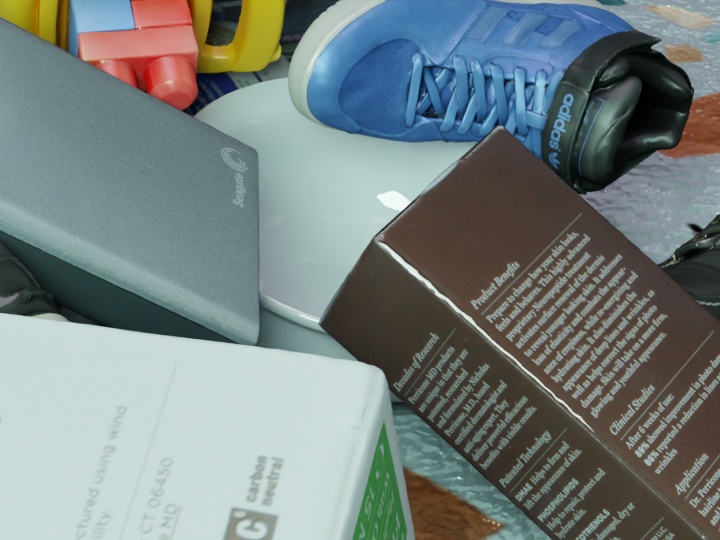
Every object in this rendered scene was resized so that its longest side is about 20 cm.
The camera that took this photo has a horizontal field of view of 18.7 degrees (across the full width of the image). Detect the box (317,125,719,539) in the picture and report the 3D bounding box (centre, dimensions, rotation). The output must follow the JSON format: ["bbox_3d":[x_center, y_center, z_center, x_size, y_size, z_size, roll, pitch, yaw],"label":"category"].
[{"bbox_3d":[0.092,0.046,0.910,0.200,0.075,0.100,44,49,6],"label":"box"}]

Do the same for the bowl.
[{"bbox_3d":[0.000,0.000,1.041,0.200,0.091,0.202,9,37,-7],"label":"bowl"}]

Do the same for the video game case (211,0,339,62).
[{"bbox_3d":[-0.073,-0.127,1.218,0.199,0.182,0.023,-9,75,-13],"label":"video game case"}]

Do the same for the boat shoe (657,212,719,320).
[{"bbox_3d":[0.182,-0.001,1.025,0.072,0.066,0.200,20,14,35],"label":"boat shoe"}]

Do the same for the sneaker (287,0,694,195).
[{"bbox_3d":[0.071,-0.085,1.034,0.199,0.077,0.111,-5,31,-36],"label":"sneaker"}]

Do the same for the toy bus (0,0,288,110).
[{"bbox_3d":[-0.091,-0.150,1.040,0.199,0.136,0.193,-9,57,-15],"label":"toy bus"}]

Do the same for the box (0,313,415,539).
[{"bbox_3d":[-0.096,0.142,0.695,0.199,0.172,0.200,7,57,12],"label":"box"}]

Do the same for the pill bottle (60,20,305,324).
[{"bbox_3d":[-0.127,-0.041,1.101,0.119,0.120,0.200,26,40,37],"label":"pill bottle"}]

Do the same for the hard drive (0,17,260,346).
[{"bbox_3d":[-0.132,-0.045,0.898,0.199,0.033,0.140,27,31,-21],"label":"hard drive"}]

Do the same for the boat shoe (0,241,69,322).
[{"bbox_3d":[-0.199,0.062,0.800,0.201,0.074,0.063,-35,64,-15],"label":"boat shoe"}]
